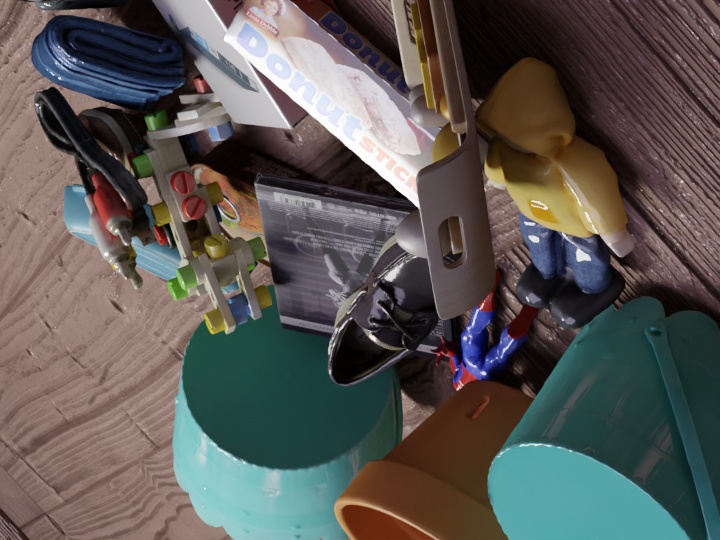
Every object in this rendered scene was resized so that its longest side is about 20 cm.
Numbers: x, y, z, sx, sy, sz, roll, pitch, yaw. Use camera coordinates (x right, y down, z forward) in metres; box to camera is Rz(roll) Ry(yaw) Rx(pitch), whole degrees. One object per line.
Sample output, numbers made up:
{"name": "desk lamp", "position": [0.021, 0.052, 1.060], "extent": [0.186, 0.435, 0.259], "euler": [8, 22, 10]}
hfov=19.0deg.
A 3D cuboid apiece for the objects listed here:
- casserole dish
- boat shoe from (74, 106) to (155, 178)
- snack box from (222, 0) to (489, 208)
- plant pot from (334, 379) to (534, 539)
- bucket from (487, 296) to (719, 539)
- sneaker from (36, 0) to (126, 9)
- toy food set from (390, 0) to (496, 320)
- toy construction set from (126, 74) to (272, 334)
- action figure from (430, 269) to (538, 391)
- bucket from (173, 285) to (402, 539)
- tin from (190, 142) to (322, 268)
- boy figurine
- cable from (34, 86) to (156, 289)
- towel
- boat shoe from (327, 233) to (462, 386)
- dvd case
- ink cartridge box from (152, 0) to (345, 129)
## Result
{"name": "casserole dish", "position": [-0.180, -0.024, 1.891], "extent": [0.121, 0.039, 0.200], "euler": [10, 166, 43]}
{"name": "boat shoe", "position": [-0.200, -0.113, 1.837], "extent": [0.075, 0.075, 0.202], "euler": [56, 167, -3]}
{"name": "snack box", "position": [-0.003, -0.123, 1.484], "extent": [0.200, 0.024, 0.072], "euler": [41, 138, 4]}
{"name": "plant pot", "position": [0.100, 0.178, 1.622], "extent": [0.199, 0.140, 0.200], "euler": [32, 162, 12]}
{"name": "bucket", "position": [0.193, 0.138, 1.434], "extent": [0.206, 0.135, 0.208], "euler": [29, 146, 22]}
{"name": "sneaker", "position": [-0.220, -0.259, 1.628], "extent": [0.200, 0.074, 0.117], "euler": [-90, -3, -87]}
{"name": "toy food set", "position": [0.040, -0.090, 1.339], "extent": [0.144, 0.060, 0.201], "euler": [77, -176, -52]}
{"name": "toy construction set", "position": [-0.128, -0.056, 1.698], "extent": [0.131, 0.091, 0.202], "euler": [-152, 56, -71]}
{"name": "action figure", "position": [0.093, 0.068, 1.661], "extent": [0.065, 0.052, 0.200], "euler": [35, 159, 12]}
{"name": "bucket", "position": [-0.062, 0.119, 1.817], "extent": [0.207, 0.207, 0.135], "euler": [38, 153, 19]}
{"name": "tin", "position": [-0.062, -0.040, 1.766], "extent": [0.199, 0.042, 0.112], "euler": [26, 147, 40]}
{"name": "boy figurine", "position": [0.124, -0.050, 1.375], "extent": [0.124, 0.064, 0.201], "euler": [34, 158, 35]}
{"name": "cable", "position": [-0.222, -0.081, 1.722], "extent": [0.200, 0.050, 0.097], "euler": [51, 159, 26]}
{"name": "towel", "position": [-0.201, -0.162, 1.680], "extent": [0.111, 0.049, 0.200], "euler": [14, 180, -12]}
{"name": "boat shoe", "position": [0.027, 0.031, 1.624], "extent": [0.072, 0.065, 0.200], "euler": [27, 147, -12]}
{"name": "dvd case", "position": [0.000, 0.000, 1.669], "extent": [0.147, 0.016, 0.201], "euler": [11, 147, 12]}
{"name": "ink cartridge box", "position": [-0.087, -0.192, 1.538], "extent": [0.176, 0.045, 0.201], "euler": [10, 139, 58]}
